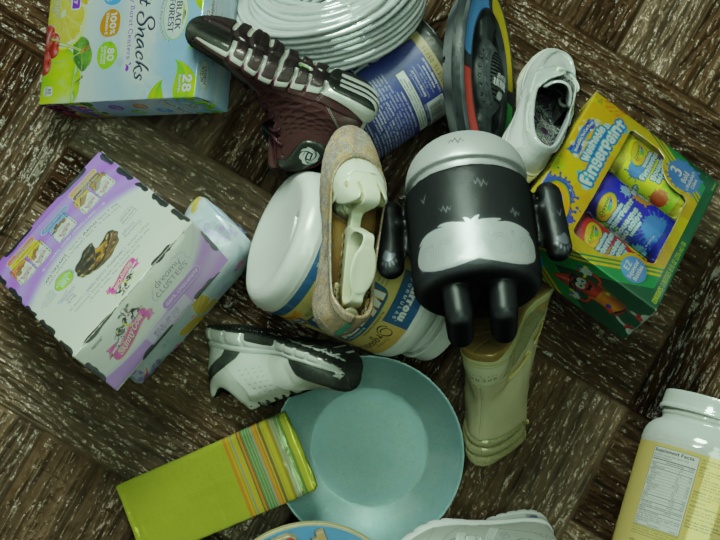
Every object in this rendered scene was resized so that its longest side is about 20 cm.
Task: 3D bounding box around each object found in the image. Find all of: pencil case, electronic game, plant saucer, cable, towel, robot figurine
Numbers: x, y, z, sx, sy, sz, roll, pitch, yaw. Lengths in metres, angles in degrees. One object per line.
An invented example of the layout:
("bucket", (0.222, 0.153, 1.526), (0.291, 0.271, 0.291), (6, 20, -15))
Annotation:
("pencil case", (-0.197, 0.019, 1.351), (0.090, 0.083, 0.200), (37, 82, 15))
("electronic game", (0.126, -0.196, 1.347), (0.041, 0.200, 0.203), (0, 84, 20))
("plant saucer", (0.008, 0.185, 1.361), (0.198, 0.039, 0.204), (0, 95, 4))
("cable", (-0.032, -0.276, 1.346), (0.199, 0.070, 0.200), (-31, 43, -15))
("towel", (-0.148, 0.222, 1.347), (0.198, 0.018, 0.087), (-24, 81, 8))
("robot figurine", (0.105, -0.032, 1.233), (0.149, 0.125, 0.202), (12, 60, -32))

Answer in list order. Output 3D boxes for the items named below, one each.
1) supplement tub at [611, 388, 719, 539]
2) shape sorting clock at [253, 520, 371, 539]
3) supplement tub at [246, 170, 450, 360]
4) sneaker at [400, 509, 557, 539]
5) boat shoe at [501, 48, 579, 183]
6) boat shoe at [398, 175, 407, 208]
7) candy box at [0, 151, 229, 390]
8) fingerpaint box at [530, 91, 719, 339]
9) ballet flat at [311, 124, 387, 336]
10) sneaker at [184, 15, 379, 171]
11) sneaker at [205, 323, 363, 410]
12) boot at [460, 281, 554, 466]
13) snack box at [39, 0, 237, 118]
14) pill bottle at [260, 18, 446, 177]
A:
("supplement tub", (0.343, 0.236, 1.342), (0.144, 0.145, 0.202), (19, 83, -3))
("shape sorting clock", (-0.052, 0.351, 1.335), (0.198, 0.039, 0.202), (-1, 98, -7))
("supplement tub", (0.000, 0.000, 1.318), (0.198, 0.144, 0.146), (22, 82, -22))
("sneaker", (0.116, 0.294, 1.325), (0.198, 0.082, 0.076), (-14, 114, -17))
("boat shoe", (0.195, -0.175, 1.366), (0.072, 0.068, 0.201), (40, 47, -7))
("boat shoe", (0.137, -0.058, 1.393), (0.198, 0.074, 0.061), (12, 79, -1))
("candy box", (-0.249, -0.004, 1.295), (0.168, 0.200, 0.072), (-48, 134, -7))
("fingerpaint box", (0.258, -0.061, 1.360), (0.166, 0.073, 0.201), (36, 55, 0))
("ballet flat", (-0.002, -0.041, 1.203), (0.067, 0.067, 0.202), (7, 79, -22))
("sneaker", (-0.090, -0.157, 1.265), (0.198, 0.076, 0.116), (25, 119, -3))
("sneaker", (-0.077, 0.104, 1.325), (0.073, 0.199, 0.081), (2, 94, -49))
("boot", (0.155, 0.091, 1.371), (0.072, 0.200, 0.157), (9, 124, 20))
("snack box", (-0.224, -0.246, 1.337), (0.198, 0.068, 0.171), (1, 83, 27))
("pill bottle", (0.000, -0.169, 1.371), (0.199, 0.112, 0.112), (-34, 88, -8))
